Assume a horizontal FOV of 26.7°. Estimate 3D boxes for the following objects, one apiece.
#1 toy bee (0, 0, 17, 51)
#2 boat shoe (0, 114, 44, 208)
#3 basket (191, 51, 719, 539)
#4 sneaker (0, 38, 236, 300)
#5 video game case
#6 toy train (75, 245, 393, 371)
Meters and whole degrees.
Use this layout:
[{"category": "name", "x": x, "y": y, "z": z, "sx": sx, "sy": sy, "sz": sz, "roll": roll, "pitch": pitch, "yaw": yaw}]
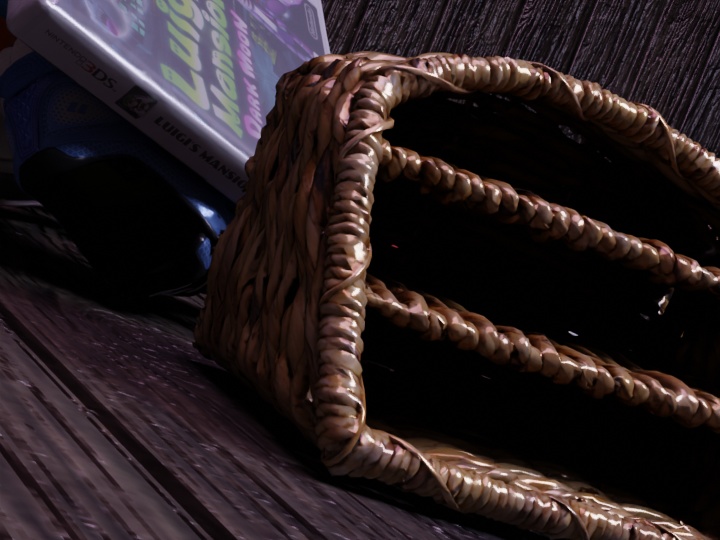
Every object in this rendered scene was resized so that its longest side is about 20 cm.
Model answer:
[{"category": "toy bee", "x": -0.169, "y": -0.124, "z": 0.675, "sx": 0.109, "sy": 0.131, "sz": 0.200, "roll": 29, "pitch": 28, "yaw": 9}, {"category": "boat shoe", "x": -0.178, "y": -0.053, "z": 0.762, "sx": 0.067, "sy": 0.057, "sz": 0.200, "roll": 50, "pitch": 25, "yaw": 22}, {"category": "basket", "x": 0.067, "y": 0.006, "z": 0.515, "sx": 0.200, "sy": 0.143, "sz": 0.149, "roll": 20, "pitch": 2, "yaw": -24}, {"category": "sneaker", "x": -0.076, "y": -0.014, "z": 0.638, "sx": 0.200, "sy": 0.078, "sz": 0.089, "roll": 35, "pitch": 36, "yaw": -41}, {"category": "video game case", "x": -0.072, "y": -0.114, "z": 0.646, "sx": 0.182, "sy": 0.023, "sz": 0.200, "roll": 37, "pitch": 29, "yaw": -37}, {"category": "toy train", "x": -0.043, "y": -0.004, "z": 0.781, "sx": 0.199, "sy": 0.056, "sz": 0.150, "roll": 22, "pitch": 2, "yaw": -13}]
